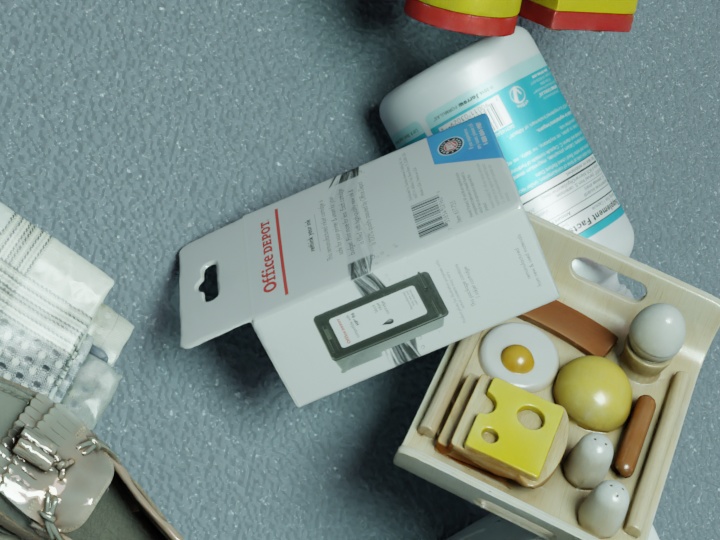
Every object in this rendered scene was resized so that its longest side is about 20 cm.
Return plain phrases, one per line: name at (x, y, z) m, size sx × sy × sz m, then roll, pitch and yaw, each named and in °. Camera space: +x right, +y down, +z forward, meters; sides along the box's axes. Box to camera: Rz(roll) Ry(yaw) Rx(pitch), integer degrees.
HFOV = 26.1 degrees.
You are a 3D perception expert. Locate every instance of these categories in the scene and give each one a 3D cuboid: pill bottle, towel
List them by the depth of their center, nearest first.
towel at (-0.224, 0.044, 0.798) m, size 0.200 × 0.034 × 0.193 m, roll 39°, pitch 55°, yaw -22°
pill bottle at (0.102, -0.045, 0.993) m, size 0.110 × 0.111 × 0.201 m, roll -29°, pitch 93°, yaw -34°

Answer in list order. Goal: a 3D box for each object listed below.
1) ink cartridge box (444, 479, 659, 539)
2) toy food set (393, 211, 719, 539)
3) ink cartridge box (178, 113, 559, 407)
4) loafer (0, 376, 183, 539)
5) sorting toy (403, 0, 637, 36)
ink cartridge box at (0.105, 0.247, 0.886) m, size 0.146 × 0.146 × 0.201 m, roll -23°, pitch 87°, yaw -34°
toy food set at (0.116, 0.062, 0.863) m, size 0.143 × 0.061 × 0.201 m, roll 25°, pitch 47°, yaw 6°
ink cartridge box at (0.000, 0.000, 0.880) m, size 0.116 × 0.199 × 0.068 m, roll -101°, pitch 167°, yaw -58°
loafer at (-0.136, 0.121, 0.795) m, size 0.200 × 0.063 × 0.072 m, roll 52°, pitch 51°, yaw -30°
sorting toy at (0.072, -0.200, 0.983) m, size 0.197 × 0.200 × 0.070 m, roll -5°, pitch 116°, yaw -35°
